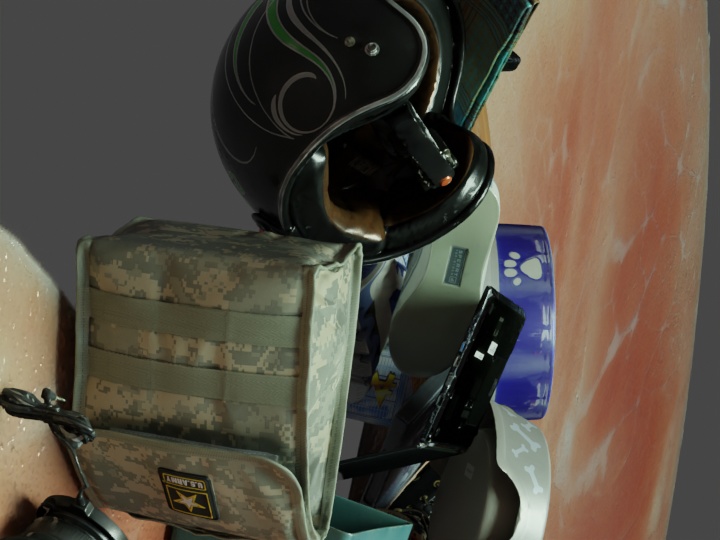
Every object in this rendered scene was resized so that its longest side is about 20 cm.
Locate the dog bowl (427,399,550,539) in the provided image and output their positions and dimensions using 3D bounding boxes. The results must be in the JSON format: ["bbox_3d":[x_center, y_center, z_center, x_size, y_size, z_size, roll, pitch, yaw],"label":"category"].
[{"bbox_3d":[0.103,0.211,1.411,0.200,0.058,0.202,-164,-90,-76],"label":"dog bowl"}]

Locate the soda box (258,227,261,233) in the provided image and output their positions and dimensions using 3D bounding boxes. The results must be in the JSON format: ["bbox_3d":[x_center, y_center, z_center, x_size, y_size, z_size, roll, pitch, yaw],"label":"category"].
[{"bbox_3d":[-0.038,-0.036,1.276,0.068,0.063,0.203,5,94,-71],"label":"soda box"}]

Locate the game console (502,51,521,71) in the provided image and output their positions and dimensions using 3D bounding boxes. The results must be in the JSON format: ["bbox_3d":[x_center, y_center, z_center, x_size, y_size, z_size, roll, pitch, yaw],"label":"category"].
[{"bbox_3d":[0.069,-0.263,1.395,0.117,0.175,0.200,-56,165,19],"label":"game console"}]

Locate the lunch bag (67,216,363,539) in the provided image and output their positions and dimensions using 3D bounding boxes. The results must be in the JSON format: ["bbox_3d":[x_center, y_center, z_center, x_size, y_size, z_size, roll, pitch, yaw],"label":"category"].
[{"bbox_3d":[-0.094,0.078,1.043,0.118,0.162,0.203,-32,128,-70],"label":"lunch bag"}]

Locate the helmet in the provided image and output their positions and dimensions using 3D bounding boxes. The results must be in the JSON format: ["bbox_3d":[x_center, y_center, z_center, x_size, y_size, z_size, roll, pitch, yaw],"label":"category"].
[{"bbox_3d":[-0.008,-0.121,1.142,0.201,0.198,0.192,74,-5,-48],"label":"helmet"}]

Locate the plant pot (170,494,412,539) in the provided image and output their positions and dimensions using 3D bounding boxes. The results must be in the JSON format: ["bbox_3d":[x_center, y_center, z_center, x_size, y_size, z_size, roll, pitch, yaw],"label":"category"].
[{"bbox_3d":[-0.072,0.267,1.232,0.141,0.140,0.202,15,92,-69],"label":"plant pot"}]

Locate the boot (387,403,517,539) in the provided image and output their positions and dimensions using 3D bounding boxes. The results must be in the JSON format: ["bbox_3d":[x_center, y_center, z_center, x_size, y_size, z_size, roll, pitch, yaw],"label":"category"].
[{"bbox_3d":[0.071,0.224,1.559,0.200,0.073,0.150,-46,176,29],"label":"boot"}]

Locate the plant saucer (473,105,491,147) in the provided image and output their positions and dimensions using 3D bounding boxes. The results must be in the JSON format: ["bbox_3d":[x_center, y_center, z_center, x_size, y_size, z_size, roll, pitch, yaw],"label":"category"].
[{"bbox_3d":[0.102,-0.123,1.567,0.200,0.032,0.203,-5,90,-78],"label":"plant saucer"}]

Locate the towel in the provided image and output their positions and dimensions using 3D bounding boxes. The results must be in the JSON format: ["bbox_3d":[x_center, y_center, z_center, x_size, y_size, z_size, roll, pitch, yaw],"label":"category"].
[{"bbox_3d":[0.049,-0.183,1.226,0.022,0.147,0.201,-31,162,-32],"label":"towel"}]

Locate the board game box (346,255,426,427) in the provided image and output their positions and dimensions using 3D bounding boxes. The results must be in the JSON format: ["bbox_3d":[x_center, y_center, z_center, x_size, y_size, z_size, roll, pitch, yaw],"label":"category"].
[{"bbox_3d":[0.044,0.052,1.530,0.200,0.061,0.202,-45,140,-58],"label":"board game box"}]

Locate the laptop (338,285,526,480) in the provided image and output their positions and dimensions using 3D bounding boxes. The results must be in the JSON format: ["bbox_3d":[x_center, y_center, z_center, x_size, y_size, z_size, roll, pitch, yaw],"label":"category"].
[{"bbox_3d":[0.038,0.097,1.307,0.202,0.102,0.177,-66,164,-1],"label":"laptop"}]

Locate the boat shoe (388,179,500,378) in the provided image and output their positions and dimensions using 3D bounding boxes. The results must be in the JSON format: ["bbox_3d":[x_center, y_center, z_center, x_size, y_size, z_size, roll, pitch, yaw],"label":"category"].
[{"bbox_3d":[0.073,-0.004,1.356,0.072,0.069,0.202,-80,-175,-58],"label":"boat shoe"}]

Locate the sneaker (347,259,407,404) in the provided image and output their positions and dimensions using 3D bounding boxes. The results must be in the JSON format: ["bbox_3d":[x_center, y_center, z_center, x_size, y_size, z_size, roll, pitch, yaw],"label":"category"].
[{"bbox_3d":[0.000,0.001,1.389,0.115,0.080,0.201,-52,152,-57],"label":"sneaker"}]

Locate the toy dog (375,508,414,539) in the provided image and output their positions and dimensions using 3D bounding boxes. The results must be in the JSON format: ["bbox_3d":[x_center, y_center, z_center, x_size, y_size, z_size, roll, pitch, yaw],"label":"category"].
[{"bbox_3d":[-0.035,0.258,1.412,0.199,0.096,0.133,26,82,-55],"label":"toy dog"}]

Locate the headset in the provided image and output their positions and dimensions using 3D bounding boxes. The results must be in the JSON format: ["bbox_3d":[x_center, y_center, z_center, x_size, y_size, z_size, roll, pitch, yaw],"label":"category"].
[{"bbox_3d":[-0.197,0.171,0.981,0.123,0.093,0.202,-39,150,-65],"label":"headset"}]

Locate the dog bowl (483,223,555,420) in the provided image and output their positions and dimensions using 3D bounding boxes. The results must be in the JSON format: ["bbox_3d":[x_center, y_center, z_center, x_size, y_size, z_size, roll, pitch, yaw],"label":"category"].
[{"bbox_3d":[0.147,0.053,1.669,0.200,0.078,0.203,-179,-90,-88],"label":"dog bowl"}]

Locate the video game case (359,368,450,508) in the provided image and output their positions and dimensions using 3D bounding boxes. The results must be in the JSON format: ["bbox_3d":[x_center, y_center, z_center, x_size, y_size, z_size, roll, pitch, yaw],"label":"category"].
[{"bbox_3d":[0.056,0.147,1.519,0.143,0.019,0.201,-44,162,-36],"label":"video game case"}]
